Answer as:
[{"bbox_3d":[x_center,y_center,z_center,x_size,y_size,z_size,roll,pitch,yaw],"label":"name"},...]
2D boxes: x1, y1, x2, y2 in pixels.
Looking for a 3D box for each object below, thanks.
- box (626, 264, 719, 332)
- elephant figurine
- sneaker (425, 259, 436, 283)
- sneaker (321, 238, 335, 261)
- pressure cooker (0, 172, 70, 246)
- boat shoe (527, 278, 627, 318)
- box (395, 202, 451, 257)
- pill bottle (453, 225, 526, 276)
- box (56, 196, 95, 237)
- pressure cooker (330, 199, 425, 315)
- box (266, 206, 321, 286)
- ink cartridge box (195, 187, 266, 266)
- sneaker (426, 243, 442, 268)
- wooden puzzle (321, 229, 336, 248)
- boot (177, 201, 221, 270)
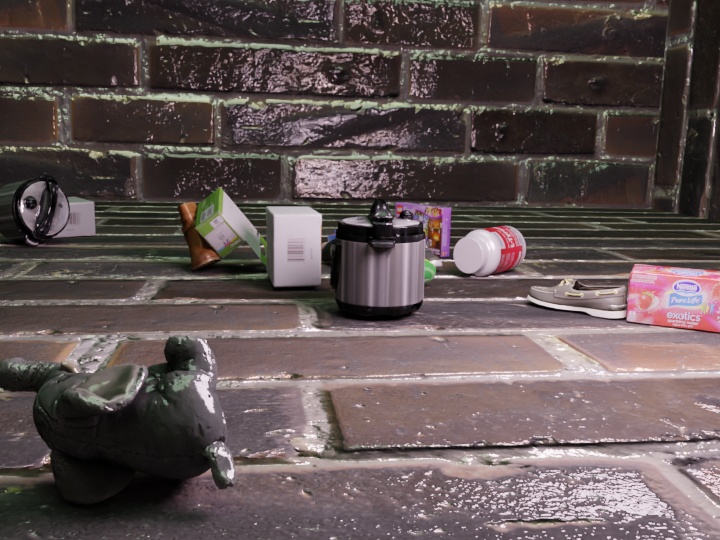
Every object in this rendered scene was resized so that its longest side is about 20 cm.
[{"bbox_3d":[0.597,0.050,1.351,0.196,0.098,0.099,6,12,25],"label":"box"},{"bbox_3d":[-0.230,0.137,0.668,0.196,0.145,0.155,-2,-13,-26],"label":"elephant figurine"},{"bbox_3d":[0.091,0.019,1.583,0.197,0.075,0.084,-3,35,-40],"label":"sneaker"},{"bbox_3d":[-0.015,-0.084,1.925,0.198,0.076,0.106,-28,10,-25],"label":"sneaker"},{"bbox_3d":[-0.935,-0.170,2.104,0.197,0.179,0.178,-3,26,36],"label":"pressure cooker"},{"bbox_3d":[0.423,0.048,1.440,0.199,0.062,0.071,9,12,37],"label":"boat shoe"},{"bbox_3d":[0.178,-0.121,2.140,0.039,0.140,0.198,-6,12,-39],"label":"box"},{"bbox_3d":[0.316,-0.047,1.813,0.111,0.115,0.198,9,13,39],"label":"pill bottle"},{"bbox_3d":[-0.952,-0.172,2.346,0.150,0.109,0.198,-7,13,-38],"label":"box"},{"bbox_3d":[0.037,-0.030,1.374,0.176,0.205,0.174,-9,15,-43],"label":"pressure cooker"},{"bbox_3d":[-0.152,-0.058,1.642,0.104,0.156,0.200,-1,11,-11],"label":"box"},{"bbox_3d":[-0.308,-0.082,1.800,0.075,0.201,0.149,-33,28,9],"label":"ink cartridge box"},{"bbox_3d":[0.143,-0.050,1.891,0.076,0.084,0.199,-3,11,-25],"label":"sneaker"},{"bbox_3d":[-0.017,-0.109,2.201,0.181,0.047,0.200,-11,6,12],"label":"wooden puzzle"},{"bbox_3d":[-0.395,-0.089,1.785,0.075,0.158,0.200,-17,12,-6],"label":"boot"}]
